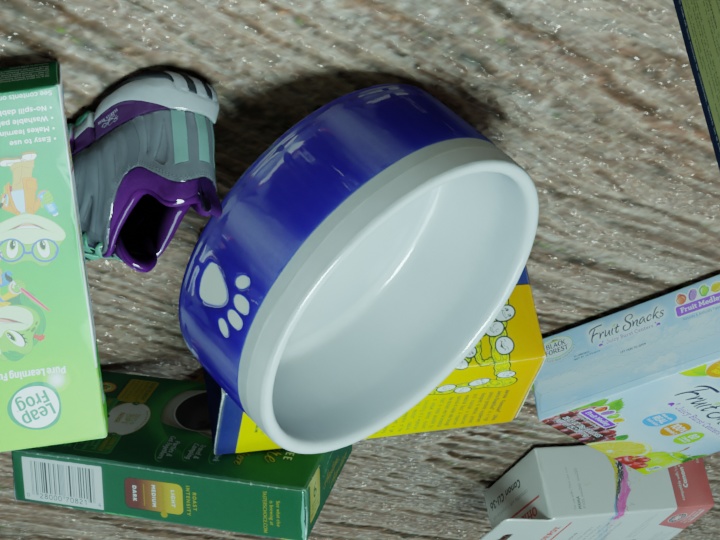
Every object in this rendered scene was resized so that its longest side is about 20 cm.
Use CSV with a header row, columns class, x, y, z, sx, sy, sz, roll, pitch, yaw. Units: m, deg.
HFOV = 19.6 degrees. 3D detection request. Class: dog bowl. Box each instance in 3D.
class,x,y,z,sx,sy,sz,roll,pitch,yaw
dog bowl,0.000,0.000,1.139,0.200,0.079,0.201,-34,150,-24

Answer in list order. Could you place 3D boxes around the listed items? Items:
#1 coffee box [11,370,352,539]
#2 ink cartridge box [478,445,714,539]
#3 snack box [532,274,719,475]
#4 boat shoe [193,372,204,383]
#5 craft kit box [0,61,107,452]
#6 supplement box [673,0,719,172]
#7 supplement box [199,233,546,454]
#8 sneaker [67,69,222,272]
class,x,y,z,sx,sy,sz,roll,pitch,yaw
coffee box,-0.113,0.118,1.356,0.199,0.123,0.044,6,115,11
ink cartridge box,0.185,0.198,1.785,0.199,0.068,0.117,-2,155,-23
snack box,0.240,0.081,1.546,0.168,0.068,0.200,-21,155,23
boat shoe,-0.042,0.087,1.442,0.199,0.071,0.069,-23,157,29
craft kit box,-0.239,0.004,1.062,0.199,0.049,0.199,-8,116,-6
supplement box,0.221,-0.131,0.900,0.133,0.201,0.200,-10,155,-2
supplement box,0.002,0.036,1.298,0.199,0.109,0.110,-6,156,-10
sneaker,-0.149,-0.028,1.119,0.074,0.088,0.200,12,148,-41
